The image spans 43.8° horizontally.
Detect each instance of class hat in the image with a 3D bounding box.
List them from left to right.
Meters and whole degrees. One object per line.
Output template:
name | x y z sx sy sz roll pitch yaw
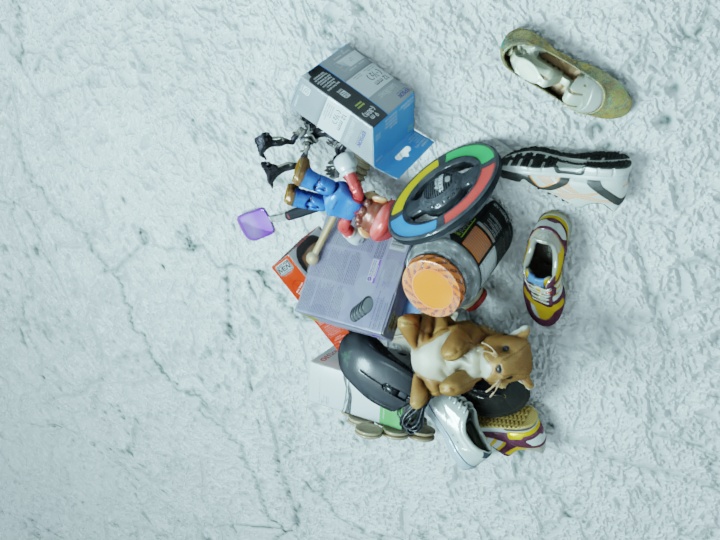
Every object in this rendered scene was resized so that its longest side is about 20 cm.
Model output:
hat | 0.222 0.154 1.526 0.199 0.081 0.203 26 135 28

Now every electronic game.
electronic game | 0.123 -0.115 1.329 0.198 0.202 0.042 -17 126 39

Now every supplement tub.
supplement tub | 0.147 -0.023 1.371 0.121 0.200 0.124 17 128 23

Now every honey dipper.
honey dipper | -0.041 -0.100 1.492 0.038 0.038 0.202 31 102 10

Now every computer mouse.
computer mouse | 0.036 0.175 1.509 0.199 0.053 0.140 33 111 21

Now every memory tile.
memory tile | 0.041 0.265 1.627 0.151 0.200 0.017 3 102 -17

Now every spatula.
spatula | -0.143 -0.097 1.635 0.198 0.021 0.057 -13 110 38

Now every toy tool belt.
toy tool belt | 0.105 0.047 1.502 0.123 0.125 0.199 43 133 -11

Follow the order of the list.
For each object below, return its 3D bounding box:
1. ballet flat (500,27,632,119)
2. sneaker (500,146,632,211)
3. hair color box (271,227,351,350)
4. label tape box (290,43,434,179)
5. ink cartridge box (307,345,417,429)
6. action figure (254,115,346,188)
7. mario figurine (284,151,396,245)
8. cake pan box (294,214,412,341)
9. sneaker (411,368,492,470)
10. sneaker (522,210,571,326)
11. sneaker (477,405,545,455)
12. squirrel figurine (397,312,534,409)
ballet flat | 0.275 -0.259 1.222 0.199 0.071 0.071 35 133 8
sneaker | 0.290 -0.129 1.295 0.197 0.074 0.081 11 127 28
hair color box | -0.057 0.035 1.612 0.201 0.102 0.061 51 137 -7
label tape box | 0.014 -0.241 1.351 0.199 0.143 0.067 35 133 9
ink cartridge box | 0.021 0.201 1.635 0.197 0.146 0.086 13 111 25
action figure | -0.069 -0.213 1.456 0.197 0.102 0.121 -21 79 1
mario figurine | -0.020 -0.115 1.439 0.197 0.108 0.123 22 160 -12
cake pan box | 0.000 0.000 1.499 0.182 0.203 0.052 11 168 30
sneaker | 0.161 0.240 1.540 0.070 0.073 0.202 -35 84 34
sneaker | 0.279 0.013 1.384 0.074 0.090 0.203 12 125 26
sneaker | 0.234 0.289 1.601 0.198 0.075 0.091 0 126 39
squirrel figurine | 0.181 0.124 1.355 0.184 0.199 0.144 -6 91 31
